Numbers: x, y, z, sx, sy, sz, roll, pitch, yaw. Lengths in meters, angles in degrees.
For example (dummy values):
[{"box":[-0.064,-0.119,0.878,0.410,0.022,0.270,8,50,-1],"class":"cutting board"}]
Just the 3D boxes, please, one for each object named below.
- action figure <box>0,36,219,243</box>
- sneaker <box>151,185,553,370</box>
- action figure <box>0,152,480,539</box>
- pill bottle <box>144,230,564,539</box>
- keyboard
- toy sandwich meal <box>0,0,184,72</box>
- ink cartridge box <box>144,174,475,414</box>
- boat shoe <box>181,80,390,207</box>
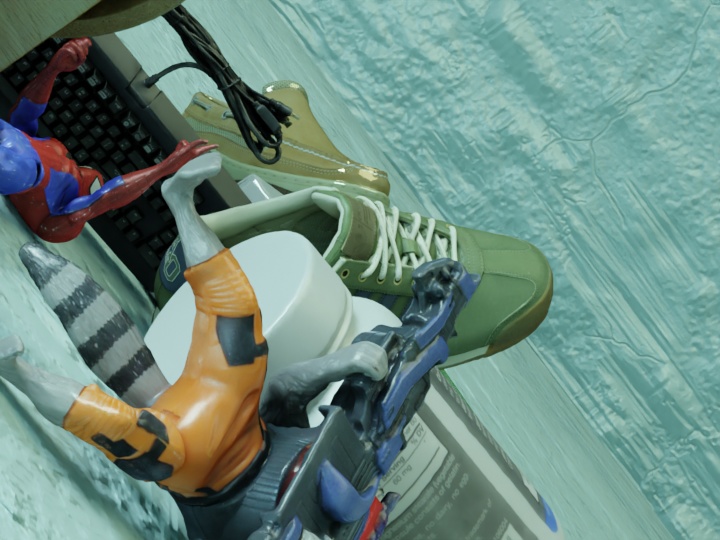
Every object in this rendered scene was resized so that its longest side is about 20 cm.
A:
[{"box":[-0.133,-0.064,0.908,0.066,0.099,0.200,57,5,14],"class":"action figure"},{"box":[0.000,0.000,1.016,0.090,0.198,0.068,97,-14,-56],"class":"sneaker"},{"box":[-0.042,0.049,0.849,0.104,0.200,0.194,-5,-53,43],"class":"action figure"},{"box":[-0.004,0.085,0.964,0.200,0.113,0.114,51,7,-26],"class":"pill bottle"},{"box":[-0.111,-0.081,1.019,0.200,0.127,0.021,50,27,-21],"class":"keyboard"},{"box":[-0.144,-0.166,0.909,0.205,0.204,0.071,50,25,-29],"class":"toy sandwich meal"},{"box":[-0.021,0.046,1.160,0.147,0.083,0.200,56,8,19],"class":"ink cartridge box"},{"box":[-0.050,-0.074,1.233,0.071,0.077,0.199,25,-7,-43],"class":"boat shoe"}]
